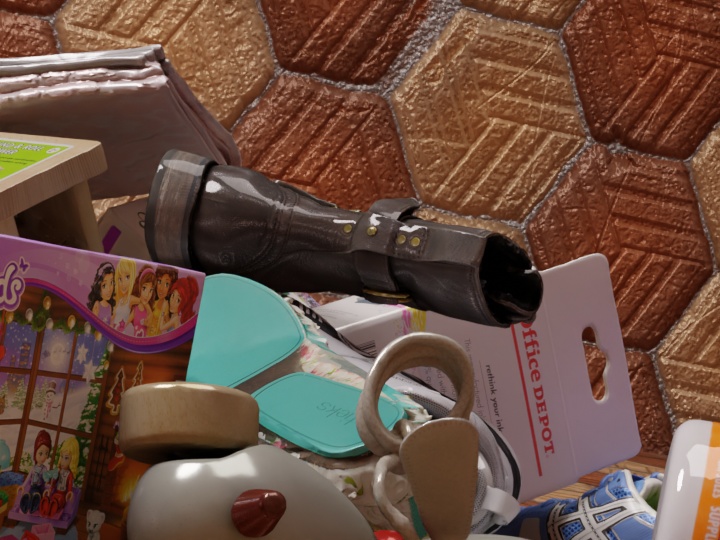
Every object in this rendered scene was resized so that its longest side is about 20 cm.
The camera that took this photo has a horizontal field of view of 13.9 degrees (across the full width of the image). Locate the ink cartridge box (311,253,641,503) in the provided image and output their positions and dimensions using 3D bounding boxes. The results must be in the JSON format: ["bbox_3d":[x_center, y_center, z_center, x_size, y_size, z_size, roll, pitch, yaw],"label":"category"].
[{"bbox_3d":[0.036,0.065,1.486,0.200,0.117,0.067,-16,11,-27],"label":"ink cartridge box"}]

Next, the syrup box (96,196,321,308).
[{"bbox_3d":[-0.064,0.049,1.585,0.200,0.082,0.079,42,26,15],"label":"syrup box"}]

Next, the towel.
[{"bbox_3d":[-0.175,-0.070,1.519,0.199,0.032,0.191,-4,-15,7],"label":"towel"}]

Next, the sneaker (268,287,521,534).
[{"bbox_3d":[-0.016,0.061,1.292,0.200,0.075,0.115,27,-1,-4],"label":"sneaker"}]

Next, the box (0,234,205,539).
[{"bbox_3d":[-0.134,0.055,1.026,0.039,0.137,0.200,10,0,31],"label":"box"}]

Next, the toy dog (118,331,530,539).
[{"bbox_3d":[-0.001,0.093,1.033,0.200,0.132,0.096,-10,-1,-35],"label":"toy dog"}]

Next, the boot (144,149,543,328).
[{"bbox_3d":[0.000,0.000,1.384,0.174,0.069,0.200,12,-6,12],"label":"boot"}]

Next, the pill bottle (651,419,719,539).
[{"bbox_3d":[0.226,0.137,1.292,0.199,0.113,0.113,11,0,5],"label":"pill bottle"}]

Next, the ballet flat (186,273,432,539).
[{"bbox_3d":[-0.027,0.063,1.197,0.076,0.064,0.200,-29,29,-13],"label":"ballet flat"}]

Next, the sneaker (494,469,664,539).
[{"bbox_3d":[0.132,0.139,1.514,0.200,0.077,0.076,9,0,43],"label":"sneaker"}]

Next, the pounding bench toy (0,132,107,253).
[{"bbox_3d":[-0.211,0.026,1.422,0.200,0.156,0.124,8,28,46],"label":"pounding bench toy"}]
